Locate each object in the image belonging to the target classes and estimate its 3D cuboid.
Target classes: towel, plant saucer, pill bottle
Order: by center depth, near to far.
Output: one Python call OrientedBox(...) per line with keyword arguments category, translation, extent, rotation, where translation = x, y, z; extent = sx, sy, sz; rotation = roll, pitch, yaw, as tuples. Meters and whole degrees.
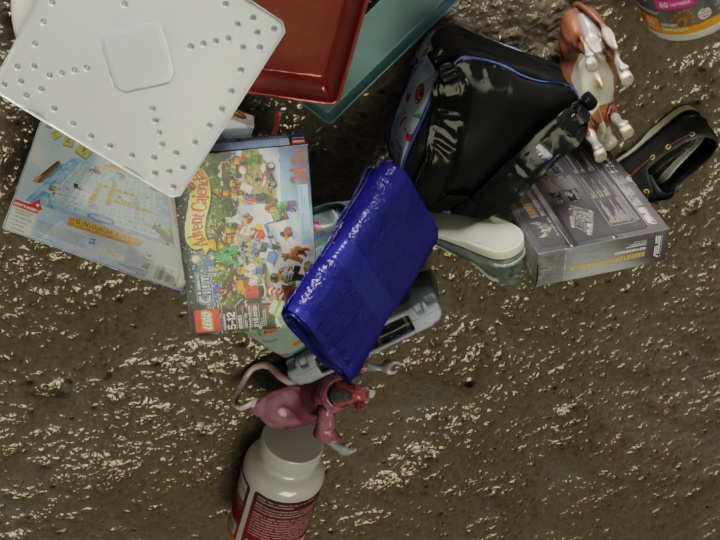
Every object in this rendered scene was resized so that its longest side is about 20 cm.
OrientedBox(category="plant saucer", translation=(-0.095, -0.268, 1.196), extent=(0.199, 0.037, 0.200), rotation=(5, 128, -17))
OrientedBox(category="pill bottle", translation=(0.320, -0.344, 1.242), extent=(0.116, 0.117, 0.200), rotation=(-30, 134, 7))
OrientedBox(category="towel", translation=(0.000, 0.000, 1.258), extent=(0.201, 0.049, 0.148), rotation=(-57, 145, -18))
OrientedBox(category="plant saucer", translation=(0.012, -0.242, 1.285), extent=(0.200, 0.019, 0.070), rotation=(-43, 131, 17))
OrientedBox(category="pill bottle", translation=(-0.112, 0.299, 1.655), extent=(0.112, 0.113, 0.201), rotation=(1, 130, -21))

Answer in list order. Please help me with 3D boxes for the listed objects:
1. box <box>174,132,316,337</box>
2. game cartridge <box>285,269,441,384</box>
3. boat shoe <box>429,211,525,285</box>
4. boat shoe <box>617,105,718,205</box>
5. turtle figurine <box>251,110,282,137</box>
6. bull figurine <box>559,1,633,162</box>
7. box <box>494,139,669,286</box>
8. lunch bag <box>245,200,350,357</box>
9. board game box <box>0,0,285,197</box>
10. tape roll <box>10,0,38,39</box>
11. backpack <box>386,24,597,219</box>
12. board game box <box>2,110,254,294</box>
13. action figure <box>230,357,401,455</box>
OrientedBox(category="box", translation=(-0.115, -0.034, 1.229), extent=(0.136, 0.038, 0.201), rotation=(-6, 116, -6))
OrientedBox(category="game cartridge", translation=(0.005, 0.066, 1.479), extent=(0.199, 0.133, 0.041), rotation=(-25, 109, 9))
OrientedBox(category="boat shoe", translation=(0.107, -0.039, 1.382), extent=(0.073, 0.199, 0.062), rotation=(-38, 133, -26))
OrientedBox(category="boat shoe", translation=(0.354, -0.113, 1.501), extent=(0.073, 0.063, 0.201), rotation=(25, 119, -38))
OrientedBox(category="turtle figurine", translation=(-0.175, -0.118, 1.293), extent=(0.160, 0.065, 0.200), rotation=(15, 132, -22))
OrientedBox(category="bull figurine", translation=(0.261, -0.199, 1.355), extent=(0.065, 0.122, 0.201), rotation=(-20, 129, -1))
OrientedBox(category="box", translation=(0.239, -0.074, 1.394), extent=(0.157, 0.200, 0.049), rotation=(-12, 131, -11))
OrientedBox(category="lunch bag", translation=(-0.046, 0.001, 1.378), extent=(0.199, 0.122, 0.170), rotation=(-28, 161, 4))
OrientedBox(category="board game box", translation=(-0.202, -0.198, 1.110), extent=(0.199, 0.026, 0.200), rotation=(31, 108, -15))
OrientedBox(category="tape roll", translation=(-0.221, -0.240, 1.125), extent=(0.201, 0.037, 0.204), rotation=(-1, 113, -3))
OrientedBox(category="backpack", translation=(0.117, -0.157, 1.309), extent=(0.199, 0.154, 0.191), rotation=(16, 118, -21))
OrientedBox(category="board game box", translation=(-0.235, -0.100, 1.229), extent=(0.199, 0.041, 0.200), rotation=(21, 110, -14))
OrientedBox(category="action figure", translation=(-0.048, 0.144, 1.508), extent=(0.148, 0.200, 0.135), rotation=(30, 71, -20))
